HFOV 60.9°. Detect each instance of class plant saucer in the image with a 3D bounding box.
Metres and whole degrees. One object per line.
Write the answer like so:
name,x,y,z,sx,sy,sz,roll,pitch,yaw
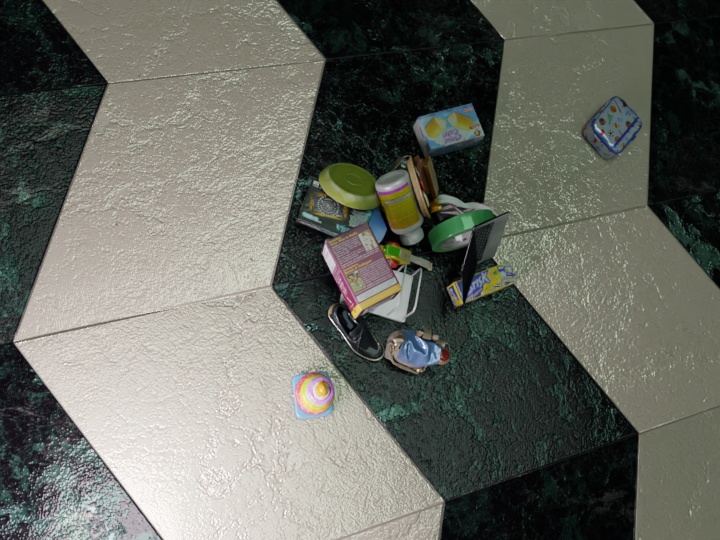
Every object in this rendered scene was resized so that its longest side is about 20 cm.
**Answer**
plant saucer,-0.023,-0.252,1.765,0.196,0.031,0.202,16,39,-13

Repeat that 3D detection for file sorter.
file sorter,0.058,0.041,1.706,0.196,0.125,0.142,15,71,-8

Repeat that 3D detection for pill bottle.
pill bottle,0.119,-0.177,1.757,0.103,0.104,0.203,-33,118,-20

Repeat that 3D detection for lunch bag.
lunch bag,0.864,-0.486,2.085,0.160,0.076,0.200,46,70,0

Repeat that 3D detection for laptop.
laptop,0.347,-0.030,1.695,0.197,0.189,0.117,-23,57,-21

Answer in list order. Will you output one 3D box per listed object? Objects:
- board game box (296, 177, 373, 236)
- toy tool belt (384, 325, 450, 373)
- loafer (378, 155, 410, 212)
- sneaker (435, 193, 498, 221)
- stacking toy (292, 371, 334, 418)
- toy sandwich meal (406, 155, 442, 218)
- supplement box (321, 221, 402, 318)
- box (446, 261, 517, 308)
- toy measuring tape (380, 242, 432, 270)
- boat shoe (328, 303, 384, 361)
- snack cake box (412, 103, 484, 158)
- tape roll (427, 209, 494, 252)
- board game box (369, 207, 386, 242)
board game box,-0.069,-0.165,1.742,0.196,0.028,0.138,21,71,-5
toy tool belt,0.170,0.218,1.684,0.195,0.123,0.128,12,72,-10
loafer,0.105,-0.266,1.833,0.074,0.070,0.204,24,71,-6
sneaker,0.316,-0.163,1.864,0.195,0.080,0.088,14,83,-1
stacking toy,-0.106,0.305,1.549,0.107,0.200,0.119,-5,74,-14
toy sandwich meal,0.190,-0.247,1.765,0.069,0.205,0.210,-17,78,9
supplement box,0.000,0.000,1.584,0.129,0.103,0.203,-24,80,-16
box,0.359,0.042,1.813,0.196,0.064,0.071,-20,79,-18
toy measuring tape,0.120,-0.034,1.788,0.197,0.073,0.075,19,69,-32
boat shoe,-0.010,0.169,1.686,0.074,0.062,0.200,-42,89,-22
snack cake box,0.278,-0.438,1.928,0.196,0.067,0.117,-18,78,-18
tape roll,0.294,-0.113,1.767,0.196,0.201,0.049,-14,76,-17
board game box,-0.018,-0.145,1.784,0.155,0.039,0.204,-20,79,-16
